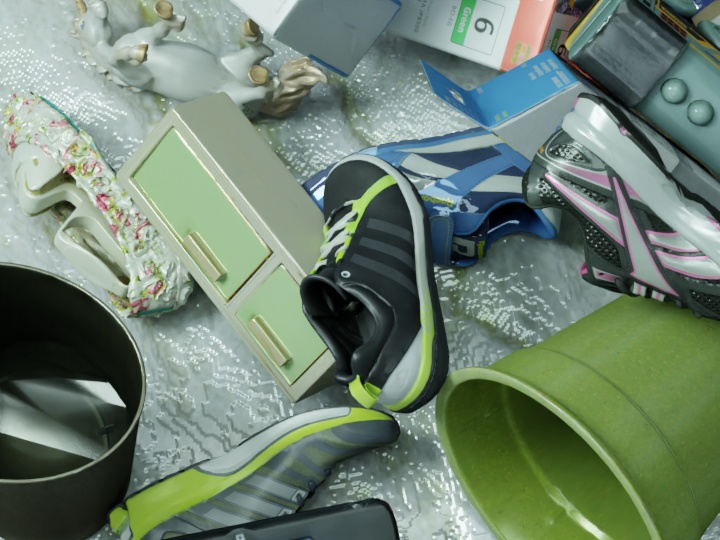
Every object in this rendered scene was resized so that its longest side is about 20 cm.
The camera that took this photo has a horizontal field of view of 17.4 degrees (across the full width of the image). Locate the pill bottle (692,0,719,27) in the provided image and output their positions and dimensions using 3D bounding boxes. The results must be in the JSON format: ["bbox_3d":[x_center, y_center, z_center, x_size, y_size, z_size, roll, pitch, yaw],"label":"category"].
[{"bbox_3d":[0.220,-0.231,1.651,0.111,0.111,0.200,-27,70,-8],"label":"pill bottle"}]

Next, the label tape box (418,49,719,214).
[{"bbox_3d":[0.140,-0.090,1.522,0.200,0.144,0.063,36,99,-11],"label":"label tape box"}]

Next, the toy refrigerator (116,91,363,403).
[{"bbox_3d":[-0.070,-0.016,1.569,0.200,0.076,0.070,52,34,10],"label":"toy refrigerator"}]

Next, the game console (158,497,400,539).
[{"bbox_3d":[-0.061,0.248,1.486,0.199,0.031,0.178,-11,89,-3],"label":"game console"}]

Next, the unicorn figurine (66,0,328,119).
[{"bbox_3d":[-0.130,-0.149,1.634,0.200,0.137,0.074,31,75,-6],"label":"unicorn figurine"}]

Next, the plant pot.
[{"bbox_3d":[0.184,0.093,1.501,0.190,0.200,0.200,-37,71,-26],"label":"plant pot"}]

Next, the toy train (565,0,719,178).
[{"bbox_3d":[0.218,-0.118,1.528,0.200,0.114,0.085,40,112,-5],"label":"toy train"}]

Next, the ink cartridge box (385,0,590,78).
[{"bbox_3d":[0.116,-0.189,1.618,0.200,0.050,0.109,23,100,30],"label":"ink cartridge box"}]

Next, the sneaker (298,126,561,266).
[{"bbox_3d":[0.046,-0.043,1.604,0.199,0.074,0.083,-13,71,-2],"label":"sneaker"}]

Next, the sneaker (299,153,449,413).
[{"bbox_3d":[0.000,0.000,1.492,0.083,0.072,0.200,15,44,-35],"label":"sneaker"}]

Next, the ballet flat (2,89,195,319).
[{"bbox_3d":[-0.193,-0.044,1.608,0.064,0.076,0.200,-31,68,-37],"label":"ballet flat"}]

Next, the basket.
[{"bbox_3d":[-0.213,0.096,1.488,0.180,0.200,0.136,15,69,7],"label":"basket"}]

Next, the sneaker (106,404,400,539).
[{"bbox_3d":[-0.061,0.151,1.540,0.200,0.074,0.081,-26,80,-2],"label":"sneaker"}]

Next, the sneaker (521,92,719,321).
[{"bbox_3d":[0.179,-0.013,1.437,0.086,0.080,0.200,-44,91,13],"label":"sneaker"}]

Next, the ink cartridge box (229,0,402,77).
[{"bbox_3d":[-0.080,-0.224,1.594,0.200,0.116,0.068,42,99,26],"label":"ink cartridge box"}]
